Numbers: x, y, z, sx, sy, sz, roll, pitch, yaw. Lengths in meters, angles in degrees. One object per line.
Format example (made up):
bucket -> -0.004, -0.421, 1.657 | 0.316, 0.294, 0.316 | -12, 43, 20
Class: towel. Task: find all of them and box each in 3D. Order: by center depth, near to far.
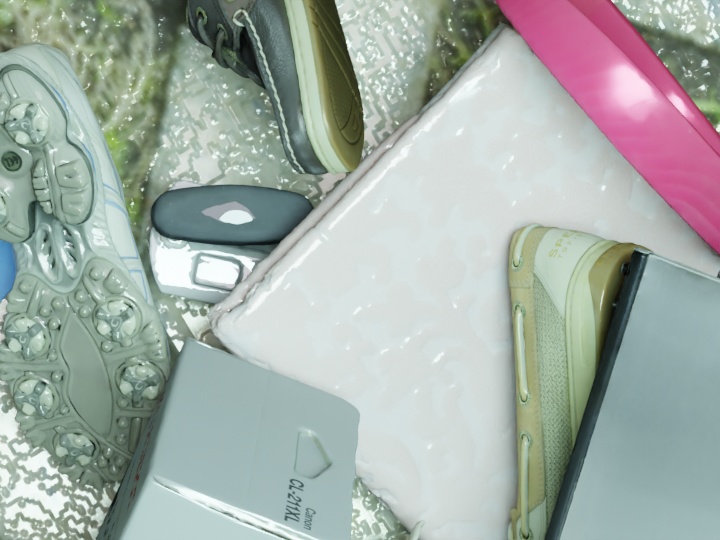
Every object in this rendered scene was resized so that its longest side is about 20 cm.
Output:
towel -> 0.060, 0.021, 0.968 | 0.191, 0.032, 0.200 | -46, 114, -3

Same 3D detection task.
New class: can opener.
can opener -> 0.000, 0.000, 0.985 | 0.198, 0.067, 0.054 | 11, 83, -8

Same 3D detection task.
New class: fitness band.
fitness band -> 0.124, -0.072, 0.956 | 0.037, 0.200, 0.144 | -39, 58, 12

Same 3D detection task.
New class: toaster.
toaster -> 0.165, 0.106, 0.905 | 0.118, 0.180, 0.202 | 17, 88, 38

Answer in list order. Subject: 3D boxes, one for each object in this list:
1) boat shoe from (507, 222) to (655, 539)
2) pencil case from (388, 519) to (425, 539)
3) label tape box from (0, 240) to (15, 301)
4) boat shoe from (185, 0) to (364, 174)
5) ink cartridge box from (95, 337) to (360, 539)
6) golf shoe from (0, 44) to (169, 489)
boat shoe -> 0.093, 0.079, 0.954 | 0.073, 0.063, 0.203 | -26, 123, -44
pencil case -> 0.061, 0.209, 0.964 | 0.200, 0.089, 0.078 | 45, 40, -2
label tape box -> -0.258, 0.017, 0.944 | 0.144, 0.063, 0.200 | 42, 80, -4
boat shoe -> -0.045, -0.117, 0.966 | 0.064, 0.073, 0.201 | -19, 51, 7
ink cartridge box -> -0.079, 0.149, 0.881 | 0.082, 0.146, 0.201 | 23, 108, -6
golf shoe -> -0.121, -0.006, 0.956 | 0.078, 0.097, 0.202 | -6, 113, 13
